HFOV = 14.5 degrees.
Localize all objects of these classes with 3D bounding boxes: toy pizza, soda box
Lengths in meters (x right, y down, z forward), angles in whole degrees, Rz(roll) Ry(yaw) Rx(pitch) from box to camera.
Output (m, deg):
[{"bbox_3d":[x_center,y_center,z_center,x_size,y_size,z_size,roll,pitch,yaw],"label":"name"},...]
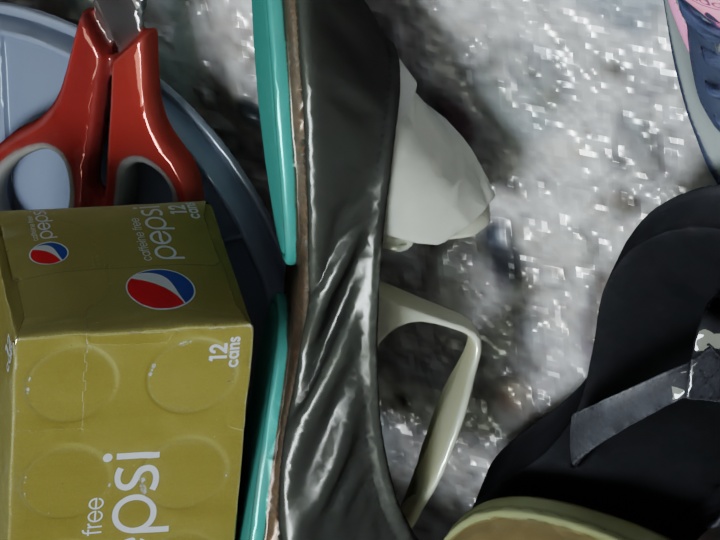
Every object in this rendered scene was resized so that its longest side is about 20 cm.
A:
[{"bbox_3d":[-0.100,0.008,0.882,0.199,0.032,0.201,13,120,23],"label":"toy pizza"},{"bbox_3d":[-0.076,0.080,0.825,0.067,0.064,0.201,-3,124,-14],"label":"soda box"}]

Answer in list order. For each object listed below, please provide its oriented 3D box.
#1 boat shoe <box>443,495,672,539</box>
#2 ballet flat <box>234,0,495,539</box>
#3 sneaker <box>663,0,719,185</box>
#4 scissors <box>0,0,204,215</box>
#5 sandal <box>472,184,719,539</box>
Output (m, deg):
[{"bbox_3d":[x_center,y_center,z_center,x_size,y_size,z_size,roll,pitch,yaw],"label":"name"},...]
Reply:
[{"bbox_3d":[0.094,0.139,0.771,0.200,0.063,0.073,40,130,13],"label":"boat shoe"},{"bbox_3d":[0.000,0.000,0.793,0.068,0.068,0.201,0,111,-9],"label":"ballet flat"},{"bbox_3d":[0.091,-0.071,0.666,0.070,0.082,0.201,10,135,26],"label":"sneaker"},{"bbox_3d":[-0.062,-0.071,0.795,0.073,0.014,0.201,29,123,16],"label":"scissors"},{"bbox_3d":[0.085,0.047,0.777,0.076,0.043,0.200,25,144,0],"label":"sandal"}]
